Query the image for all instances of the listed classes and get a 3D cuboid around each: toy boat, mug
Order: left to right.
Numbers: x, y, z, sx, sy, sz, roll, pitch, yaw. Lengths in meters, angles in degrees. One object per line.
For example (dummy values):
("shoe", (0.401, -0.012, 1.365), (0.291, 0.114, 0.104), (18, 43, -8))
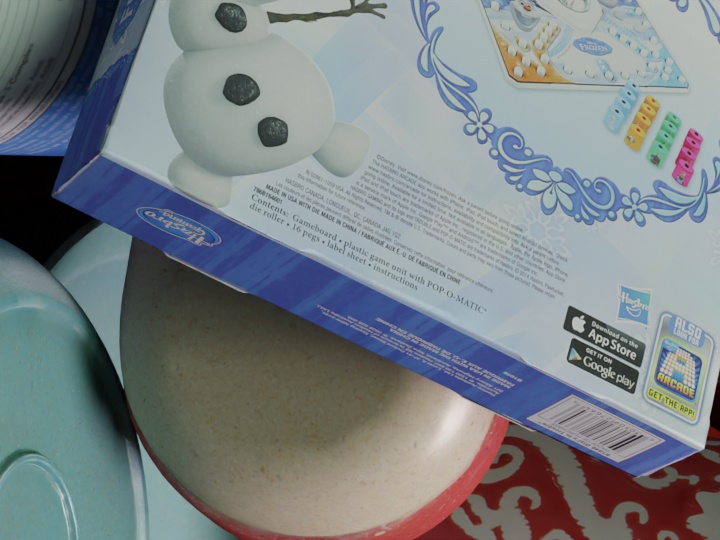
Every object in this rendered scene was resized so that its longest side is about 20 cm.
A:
("toy boat", (0.000, 0.000, 0.910), (0.131, 0.130, 0.200), (57, 37, -60))
("mug", (0.111, 0.096, 1.015), (0.133, 0.199, 0.178), (65, 35, -67))

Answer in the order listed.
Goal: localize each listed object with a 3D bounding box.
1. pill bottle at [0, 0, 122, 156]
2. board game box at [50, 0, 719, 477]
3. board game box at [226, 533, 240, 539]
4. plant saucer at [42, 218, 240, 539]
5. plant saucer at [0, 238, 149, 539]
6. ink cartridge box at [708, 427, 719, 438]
("pill bottle", (-0.139, -0.089, 0.798), (0.200, 0.112, 0.113), (-1, 95, -55))
("board game box", (0.031, -0.068, 0.829), (0.200, 0.043, 0.199), (27, 62, -19))
("board game box", (0.002, 0.109, 1.106), (0.200, 0.023, 0.105), (22, 74, -54))
("plant saucer", (-0.068, 0.069, 0.968), (0.200, 0.036, 0.201), (-4, 96, -45))
("plant saucer", (-0.108, 0.086, 0.829), (0.200, 0.027, 0.201), (-2, 90, -69))
("ink cartridge box", (0.119, 0.095, 1.112), (0.057, 0.162, 0.200), (42, 59, -64))
